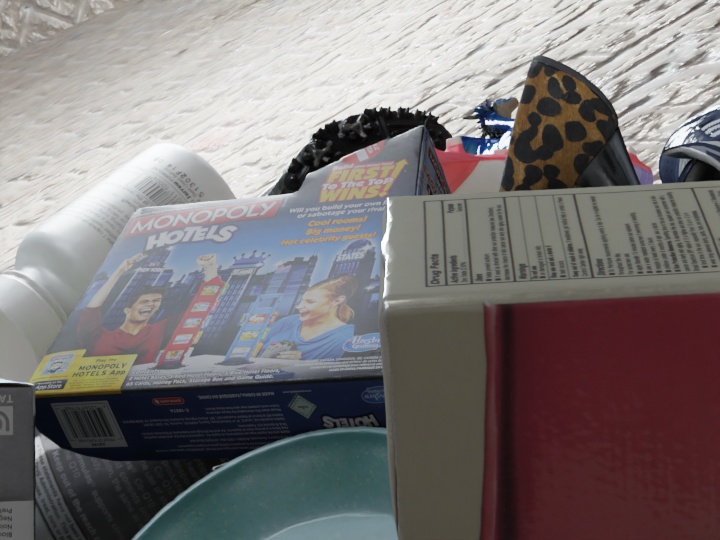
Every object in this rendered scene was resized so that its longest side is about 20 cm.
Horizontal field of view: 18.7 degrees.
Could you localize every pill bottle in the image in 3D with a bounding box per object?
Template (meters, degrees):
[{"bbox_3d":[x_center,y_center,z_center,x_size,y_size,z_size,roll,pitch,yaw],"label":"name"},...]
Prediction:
[{"bbox_3d":[-0.092,0.092,1.153,0.199,0.114,0.114,-27,16,5],"label":"pill bottle"},{"bbox_3d":[-0.185,0.004,1.587,0.200,0.115,0.114,-39,19,-32],"label":"pill bottle"}]

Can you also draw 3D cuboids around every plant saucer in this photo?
[{"bbox_3d":[-0.028,0.152,0.910,0.199,0.036,0.201,-19,38,15],"label":"plant saucer"}]

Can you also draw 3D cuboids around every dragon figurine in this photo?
[{"bbox_3d":[0.095,-0.067,1.429,0.099,0.059,0.200,-20,17,27],"label":"dragon figurine"}]

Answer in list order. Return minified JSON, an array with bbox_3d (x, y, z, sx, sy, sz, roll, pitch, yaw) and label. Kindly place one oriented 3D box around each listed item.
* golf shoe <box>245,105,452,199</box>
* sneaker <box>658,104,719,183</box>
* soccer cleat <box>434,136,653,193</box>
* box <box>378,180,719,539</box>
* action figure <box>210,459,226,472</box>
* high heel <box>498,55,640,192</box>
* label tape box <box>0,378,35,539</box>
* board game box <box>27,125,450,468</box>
[{"bbox_3d":[-0.027,-0.033,1.396,0.199,0.078,0.095,-30,-16,-11],"label":"golf shoe"},{"bbox_3d":[0.182,-0.044,1.133,0.108,0.071,0.200,-11,12,-22],"label":"sneaker"},{"bbox_3d":[0.091,-0.037,1.282,0.199,0.077,0.067,0,-4,-37],"label":"soccer cleat"},{"bbox_3d":[0.109,0.035,0.865,0.199,0.110,0.128,-3,20,3],"label":"box"},{"bbox_3d":[-0.029,0.107,1.035,0.118,0.055,0.200,-2,43,35],"label":"action figure"},{"bbox_3d":[0.060,-0.025,1.195,0.199,0.143,0.071,-22,13,19],"label":"high heel"},{"bbox_3d":[-0.188,0.150,1.011,0.063,0.201,0.144,0,-1,-16],"label":"label tape box"},{"bbox_3d":[-0.034,0.014,1.067,0.199,0.062,0.200,-4,35,26],"label":"board game box"}]
